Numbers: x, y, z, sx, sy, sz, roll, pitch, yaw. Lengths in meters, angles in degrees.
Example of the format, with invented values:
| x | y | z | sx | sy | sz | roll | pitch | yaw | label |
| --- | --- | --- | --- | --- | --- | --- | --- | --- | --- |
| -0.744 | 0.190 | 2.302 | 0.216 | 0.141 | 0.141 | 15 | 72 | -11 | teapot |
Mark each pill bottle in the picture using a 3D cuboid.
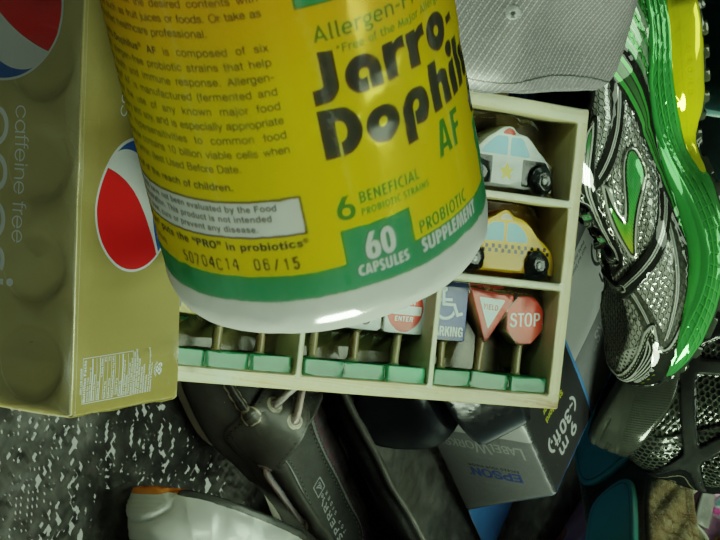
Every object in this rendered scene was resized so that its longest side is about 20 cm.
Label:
| x | y | z | sx | sy | sz | roll | pitch | yaw | label |
| --- | --- | --- | --- | --- | --- | --- | --- | --- | --- |
| -0.027 | -0.091 | 0.773 | 0.113 | 0.112 | 0.201 | -44 | 131 | -48 | pill bottle |

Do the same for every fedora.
| x | y | z | sx | sy | sz | roll | pitch | yaw | label |
| --- | --- | --- | --- | --- | --- | --- | --- | --- | --- |
| 0.042 | -0.117 | 0.953 | 0.199 | 0.177 | 0.091 | 6 | 97 | -22 | fedora |

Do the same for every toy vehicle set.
| x | y | z | sx | sy | sz | roll | pitch | yaw | label |
| --- | --- | --- | --- | --- | --- | --- | --- | --- | --- |
| 0.001 | -0.014 | 0.962 | 0.199 | 0.026 | 0.125 | 6 | 89 | -35 | toy vehicle set |

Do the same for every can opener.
| x | y | z | sx | sy | sz | roll | pitch | yaw | label |
| --- | --- | --- | --- | --- | --- | --- | --- | --- | --- |
| 0.000 | 0.000 | 1.027 | 0.200 | 0.078 | 0.063 | 57 | 9 | -31 | can opener |

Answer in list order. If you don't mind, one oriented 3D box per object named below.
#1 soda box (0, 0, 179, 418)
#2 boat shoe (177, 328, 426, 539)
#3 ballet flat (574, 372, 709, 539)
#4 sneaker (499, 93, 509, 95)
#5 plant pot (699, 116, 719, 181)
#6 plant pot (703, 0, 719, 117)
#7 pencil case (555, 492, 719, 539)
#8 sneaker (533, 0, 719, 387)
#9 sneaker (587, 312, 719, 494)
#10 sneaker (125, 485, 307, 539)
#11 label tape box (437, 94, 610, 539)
| x | y | z | sx | sy | sz | roll | pitch | yaw | label |
| --- | --- | --- | --- | --- | --- | --- | --- | --- | --- |
| -0.103 | -0.054 | 0.830 | 0.064 | 0.067 | 0.201 | -6 | 100 | -60 | soda box |
| -0.019 | 0.071 | 1.009 | 0.067 | 0.057 | 0.200 | -60 | 143 | -33 | boat shoe |
| 0.145 | 0.113 | 1.226 | 0.065 | 0.070 | 0.201 | 31 | 44 | -24 | ballet flat |
| 0.048 | -0.097 | 1.081 | 0.075 | 0.070 | 0.201 | 11 | 86 | -61 | sneaker |
| 0.233 | -0.030 | 1.310 | 0.196 | 0.199 | 0.201 | -57 | 141 | -26 | plant pot |
| 0.181 | -0.182 | 1.178 | 0.161 | 0.199 | 0.202 | -62 | 153 | -79 | plant pot |
| 0.133 | 0.166 | 1.261 | 0.200 | 0.087 | 0.088 | -49 | 136 | -41 | pencil case |
| 0.108 | -0.041 | 1.088 | 0.085 | 0.078 | 0.201 | -17 | 109 | -20 | sneaker |
| 0.202 | 0.022 | 1.155 | 0.200 | 0.114 | 0.076 | -61 | 180 | 13 | sneaker |
| -0.019 | 0.157 | 0.967 | 0.199 | 0.076 | 0.092 | 26 | 79 | -23 | sneaker |
| 0.084 | 0.027 | 1.174 | 0.145 | 0.063 | 0.200 | -62 | 143 | -32 | label tape box |
